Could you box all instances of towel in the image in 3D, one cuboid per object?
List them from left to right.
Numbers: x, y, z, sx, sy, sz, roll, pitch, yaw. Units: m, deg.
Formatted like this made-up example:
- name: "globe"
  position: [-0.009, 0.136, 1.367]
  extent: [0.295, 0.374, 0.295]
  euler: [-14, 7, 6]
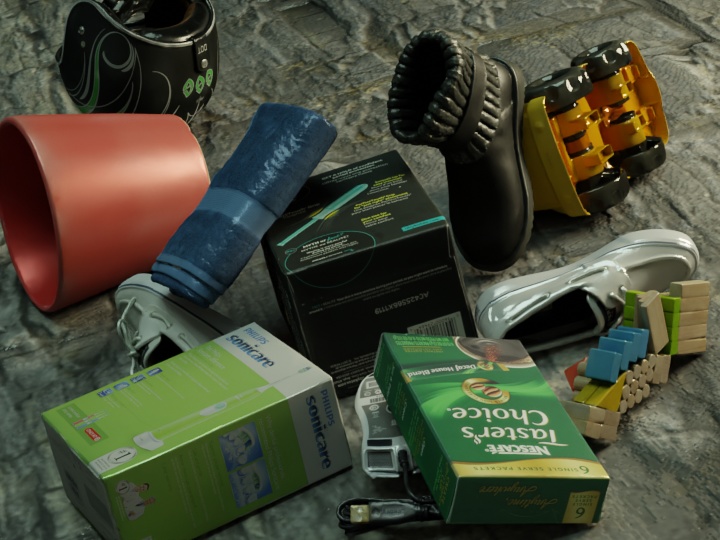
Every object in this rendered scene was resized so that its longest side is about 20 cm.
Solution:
- name: "towel"
  position: [-0.105, -0.060, 1.626]
  extent: [0.200, 0.049, 0.112]
  euler: [-54, 24, -9]

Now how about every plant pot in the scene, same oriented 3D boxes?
- name: "plant pot"
  position: [-0.257, -0.073, 1.873]
  extent: [0.177, 0.201, 0.200]
  euler: [-14, 23, -26]

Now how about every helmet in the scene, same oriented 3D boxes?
- name: "helmet"
  position: [-0.270, -0.256, 2.249]
  extent: [0.199, 0.191, 0.200]
  euler: [12, 45, -12]

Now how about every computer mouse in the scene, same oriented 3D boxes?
- name: "computer mouse"
  position: [0.037, 0.140, 1.428]
  extent: [0.109, 0.044, 0.200]
  euler: [-12, 29, 7]

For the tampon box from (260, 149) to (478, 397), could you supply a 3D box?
- name: "tampon box"
  position: [0.000, 0.000, 1.640]
  extent: [0.149, 0.127, 0.200]
  euler: [-17, 24, -5]

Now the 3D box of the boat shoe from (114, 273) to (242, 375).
- name: "boat shoe"
  position: [-0.179, 0.068, 1.667]
  extent: [0.086, 0.075, 0.202]
  euler: [-36, 40, -25]

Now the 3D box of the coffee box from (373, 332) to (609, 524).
- name: "coffee box"
  position: [0.094, 0.115, 1.376]
  extent: [0.123, 0.044, 0.200]
  euler: [4, 28, -18]

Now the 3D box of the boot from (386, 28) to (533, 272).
- name: "boot"
  position: [0.089, -0.105, 1.675]
  extent: [0.079, 0.212, 0.158]
  euler: [-5, -4, 27]

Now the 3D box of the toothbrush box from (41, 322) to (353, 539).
- name: "toothbrush box"
  position: [-0.131, 0.134, 1.471]
  extent: [0.200, 0.086, 0.146]
  euler: [-25, 26, -21]

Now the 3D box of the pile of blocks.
- name: "pile of blocks"
  position: [0.202, 0.062, 1.460]
  extent: [0.062, 0.082, 0.200]
  euler: [9, 33, 39]

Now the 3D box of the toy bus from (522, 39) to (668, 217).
- name: "toy bus"
  position: [0.186, -0.130, 1.848]
  extent: [0.192, 0.136, 0.200]
  euler: [-13, 17, 43]

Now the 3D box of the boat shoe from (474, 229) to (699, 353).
- name: "boat shoe"
  position: [0.198, 0.028, 1.565]
  extent: [0.200, 0.074, 0.065]
  euler: [-22, 34, -1]
